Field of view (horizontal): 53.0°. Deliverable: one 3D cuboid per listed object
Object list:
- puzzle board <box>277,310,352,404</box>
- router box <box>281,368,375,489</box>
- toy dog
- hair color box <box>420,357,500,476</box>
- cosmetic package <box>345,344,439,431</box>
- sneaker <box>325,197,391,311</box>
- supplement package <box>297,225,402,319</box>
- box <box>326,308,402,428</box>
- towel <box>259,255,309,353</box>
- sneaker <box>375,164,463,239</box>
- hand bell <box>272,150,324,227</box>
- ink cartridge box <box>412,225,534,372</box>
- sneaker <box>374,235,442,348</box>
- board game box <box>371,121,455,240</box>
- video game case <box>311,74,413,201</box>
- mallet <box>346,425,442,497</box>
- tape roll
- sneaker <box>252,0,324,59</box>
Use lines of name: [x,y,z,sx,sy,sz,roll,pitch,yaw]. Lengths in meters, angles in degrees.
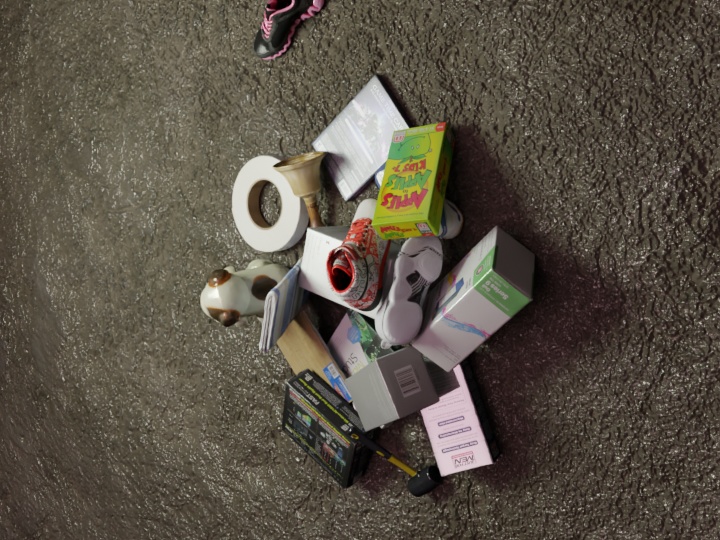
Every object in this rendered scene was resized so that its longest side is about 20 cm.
puzzle board: [-0.090,0.194,1.460,0.200,0.017,0.151,57,142,10]
router box: [-0.068,0.313,1.436,0.200,0.062,0.150,36,137,28]
toy dog: [-0.233,0.054,1.469,0.193,0.200,0.140,-3,95,38]
hair color box: [0.161,0.245,1.262,0.100,0.060,0.201,-20,83,21]
cosmetic package: [0.049,0.206,1.246,0.107,0.090,0.200,68,161,9]
sneaker: [-0.004,-0.040,1.195,0.067,0.108,0.202,-4,72,29]
supplement package: [0.000,0.000,1.332,0.199,0.117,0.117,21,106,34]
box: [0.020,0.184,1.394,0.200,0.036,0.145,44,120,24]
towel: [-0.137,0.050,1.385,0.024,0.200,0.147,21,125,10]
sneaker: [0.089,-0.127,1.266,0.200,0.088,0.075,40,120,29]
hand bell: [-0.095,-0.122,1.415,0.104,0.104,0.201,-1,112,38]
ink cartridge box: [0.182,0.047,1.169,0.087,0.145,0.200,35,123,-8]
sneaker: [0.074,0.037,1.199,0.115,0.075,0.201,123,167,-68]
board game box: [0.091,-0.150,1.208,0.101,0.048,0.201,-4,57,28]
video game case: [0.004,-0.246,1.360,0.200,0.019,0.143,-41,72,34]
mallet: [0.054,0.351,1.331,0.199,0.041,0.066,31,127,-7]
tape roll: [-0.190,-0.139,1.513,0.202,0.037,0.204,6,100,37]
sneaker: [-0.162,-0.494,1.408,0.200,0.095,0.079,-40,74,36]
